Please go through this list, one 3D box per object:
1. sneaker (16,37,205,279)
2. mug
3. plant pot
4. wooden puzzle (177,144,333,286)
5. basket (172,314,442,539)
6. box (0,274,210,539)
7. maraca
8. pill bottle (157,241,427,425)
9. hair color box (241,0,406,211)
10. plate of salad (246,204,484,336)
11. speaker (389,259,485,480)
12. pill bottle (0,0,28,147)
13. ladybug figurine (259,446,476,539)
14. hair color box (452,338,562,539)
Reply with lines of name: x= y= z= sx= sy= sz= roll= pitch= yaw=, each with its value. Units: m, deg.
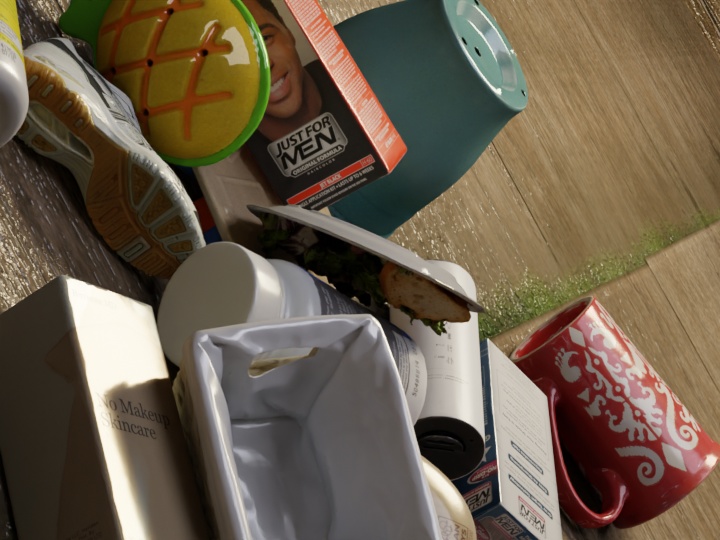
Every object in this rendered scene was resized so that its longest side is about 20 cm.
sneaker: x=-0.174 y=-0.087 z=1.334 sx=0.200 sy=0.075 sz=0.088 roll=53 pitch=25 yaw=-16
mug: x=0.242 y=0.142 z=1.813 sx=0.201 sy=0.133 sz=0.178 roll=53 pitch=23 yaw=-5
plant pot: x=0.043 y=-0.158 z=1.696 sx=0.200 sy=0.187 sz=0.201 roll=43 pitch=29 yaw=-32
wooden puzzle: x=-0.092 y=-0.069 z=1.514 sx=0.185 sy=0.046 sz=0.201 roll=5 pitch=62 yaw=-61
basket: x=-0.042 y=0.145 z=1.165 sx=0.134 sy=0.124 sz=0.201 roll=-4 pitch=64 yaw=-24
box: x=-0.161 y=0.114 z=1.126 sx=0.095 sy=0.077 sz=0.201 roll=22 pitch=44 yaw=-53
maraca: x=-0.149 y=-0.171 z=1.394 sx=0.200 sy=0.137 sz=0.107 roll=50 pitch=16 yaw=12
pill bottle: x=-0.050 y=0.060 z=1.358 sx=0.200 sy=0.113 sz=0.114 roll=33 pitch=35 yaw=-46
hair color box: x=-0.059 y=-0.151 z=1.483 sx=0.201 sy=0.101 sz=0.061 roll=57 pitch=27 yaw=-11
plate of salad: x=0.000 y=0.000 z=1.409 sx=0.199 sy=0.048 sz=0.200 roll=23 pitch=-4 yaw=2
speaker: x=0.065 y=0.084 z=1.593 sx=0.081 sy=0.081 sz=0.201 roll=43 pitch=28 yaw=-31
pill bottle: x=-0.278 y=-0.175 z=1.191 sx=0.109 sy=0.109 sz=0.201 roll=29 pitch=38 yaw=-48
ladybug figurine: x=-0.014 y=0.178 z=1.277 sx=0.198 sy=0.072 sz=0.137 roll=18 pitch=58 yaw=-12
hair color box: x=0.123 y=0.168 z=1.631 sx=0.100 sy=0.060 sz=0.201 roll=43 pitch=28 yaw=-31
